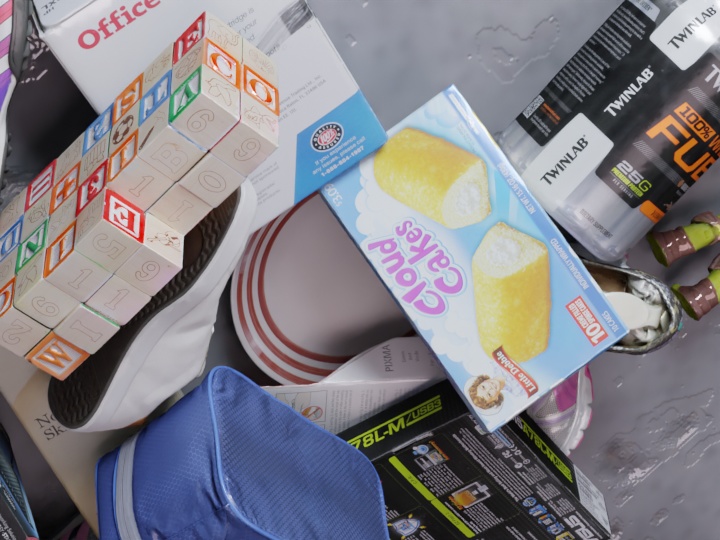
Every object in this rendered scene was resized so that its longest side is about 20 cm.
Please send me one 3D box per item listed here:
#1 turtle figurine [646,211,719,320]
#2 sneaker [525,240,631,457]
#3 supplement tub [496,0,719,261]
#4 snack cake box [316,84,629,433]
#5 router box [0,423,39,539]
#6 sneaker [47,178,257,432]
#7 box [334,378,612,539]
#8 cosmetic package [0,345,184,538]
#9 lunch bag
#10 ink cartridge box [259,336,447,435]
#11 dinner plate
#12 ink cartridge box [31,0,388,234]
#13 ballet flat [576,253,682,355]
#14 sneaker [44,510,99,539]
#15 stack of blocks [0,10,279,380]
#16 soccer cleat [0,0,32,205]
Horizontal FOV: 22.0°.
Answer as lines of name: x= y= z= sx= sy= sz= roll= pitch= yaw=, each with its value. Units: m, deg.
turtle figurine: x=0.308 y=-0.028 z=1.409 sx=0.161 sy=0.064 sz=0.201 roll=-33 pitch=126 yaw=-2
sneaker: x=0.128 y=0.062 z=1.385 sx=0.088 sy=0.081 sz=0.201 roll=6 pitch=108 yaw=-24
supplement tub: x=0.198 y=-0.115 z=1.275 sx=0.200 sy=0.123 sz=0.122 roll=-47 pitch=125 yaw=9
snack cake box: x=0.072 y=-0.006 z=1.228 sx=0.115 sy=0.067 sz=0.201 roll=-36 pitch=86 yaw=-1
router box: x=-0.278 y=0.097 z=1.185 sx=0.062 sy=0.150 sz=0.201 roll=-26 pitch=127 yaw=-5
sneaker: x=-0.118 y=0.018 z=1.175 sx=0.084 sy=0.073 sz=0.200 roll=10 pitch=122 yaw=-54
box: x=0.057 y=0.174 z=1.368 sx=0.192 sy=0.048 sz=0.200 roll=-27 pitch=132 yaw=21
cosmetic package: x=-0.185 y=0.074 z=1.259 sx=0.103 sy=0.073 sz=0.201 roll=-30 pitch=127 yaw=-4
lunch bag: x=-0.077 y=0.176 z=1.234 sx=0.132 sy=0.136 sz=0.200 roll=-35 pitch=129 yaw=24
ink cartridge box: x=-0.003 y=0.121 z=1.371 sx=0.198 sy=0.050 sz=0.162 roll=-1 pitch=133 yaw=-6
dinner plate: x=0.000 y=0.000 z=1.322 sx=0.199 sy=0.024 sz=0.201 roll=-11 pitch=124 yaw=-17
ink cartridge box: x=-0.096 y=-0.130 z=1.165 sx=0.145 sy=0.084 sz=0.200 roll=-33 pitch=127 yaw=1
ballet flat: x=0.133 y=0.014 z=1.294 sx=0.199 sy=0.072 sz=0.073 roll=13 pitch=116 yaw=-5
sneaker: x=-0.196 y=0.228 z=1.339 sx=0.070 sy=0.082 sz=0.200 roll=32 pitch=108 yaw=-34
stack of blocks: x=-0.134 y=-0.043 z=1.084 sx=0.058 sy=0.116 sz=0.200 roll=34 pitch=120 yaw=-28
soccer cleat: x=-0.243 y=-0.120 z=1.123 sx=0.073 sy=0.068 sz=0.201 roll=4 pitch=120 yaw=-20
